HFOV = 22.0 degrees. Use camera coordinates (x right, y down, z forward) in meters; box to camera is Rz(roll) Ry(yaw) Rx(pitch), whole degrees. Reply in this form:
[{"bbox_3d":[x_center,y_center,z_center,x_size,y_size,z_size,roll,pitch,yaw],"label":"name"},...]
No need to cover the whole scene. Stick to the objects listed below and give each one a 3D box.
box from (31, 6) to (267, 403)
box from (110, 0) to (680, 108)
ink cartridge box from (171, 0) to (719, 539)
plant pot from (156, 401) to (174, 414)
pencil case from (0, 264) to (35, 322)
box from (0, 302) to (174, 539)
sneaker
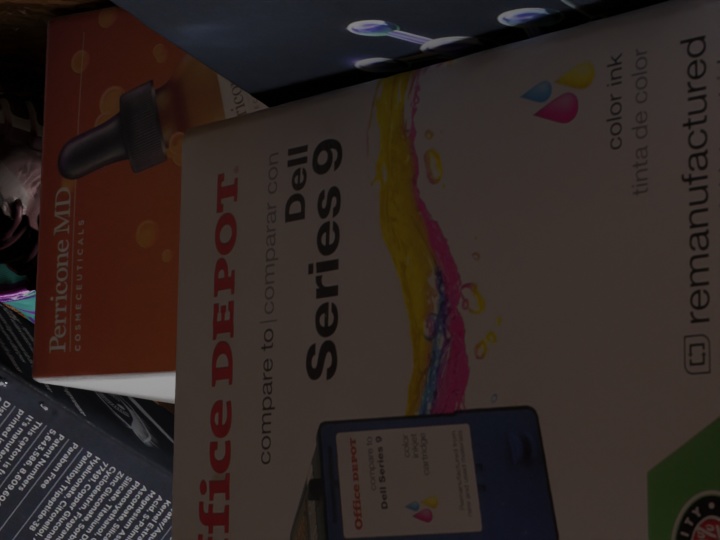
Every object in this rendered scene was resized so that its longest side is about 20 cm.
[{"bbox_3d":[-0.017,-0.028,0.725,0.200,0.152,0.106,-5,169,30],"label":"box"},{"bbox_3d":[0.039,-0.098,0.445,0.148,0.107,0.200,-2,169,20],"label":"box"},{"bbox_3d":[0.048,0.027,0.426,0.087,0.145,0.200,10,167,-41],"label":"ink cartridge box"},{"bbox_3d":[0.000,0.000,0.891,0.187,0.187,0.200,3,156,-12],"label":"plant pot"},{"bbox_3d":[-0.181,-0.007,1.064,0.092,0.085,0.200,-13,169,2],"label":"pencil case"},{"bbox_3d":[-0.145,0.094,0.808,0.200,0.104,0.148,38,180,-30],"label":"box"},{"bbox_3d":[-0.147,-0.014,0.833,0.076,0.116,0.200,-20,171,38],"label":"sneaker"}]
